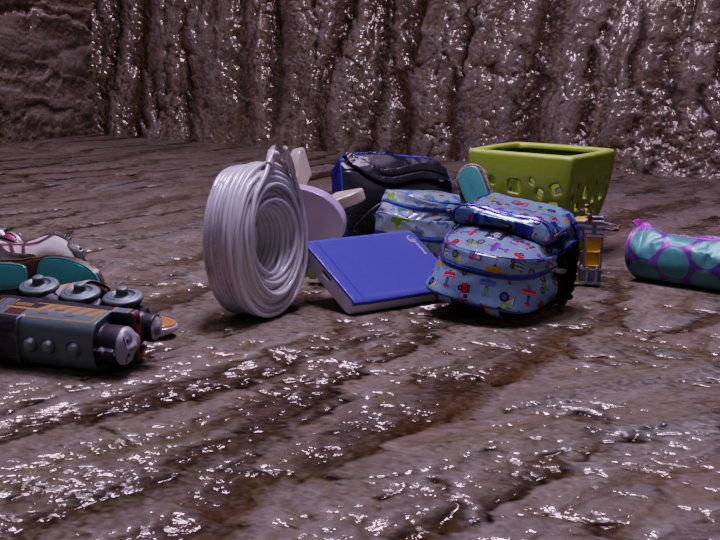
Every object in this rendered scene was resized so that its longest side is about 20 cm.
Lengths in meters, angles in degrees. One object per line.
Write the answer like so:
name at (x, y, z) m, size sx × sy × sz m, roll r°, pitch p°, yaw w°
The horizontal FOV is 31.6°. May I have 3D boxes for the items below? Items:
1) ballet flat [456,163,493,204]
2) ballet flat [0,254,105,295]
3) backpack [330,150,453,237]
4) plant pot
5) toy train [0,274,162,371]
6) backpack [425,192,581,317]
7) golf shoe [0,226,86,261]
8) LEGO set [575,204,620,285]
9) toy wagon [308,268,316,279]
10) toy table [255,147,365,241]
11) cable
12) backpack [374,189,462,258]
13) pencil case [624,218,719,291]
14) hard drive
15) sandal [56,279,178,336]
ballet flat at (0.198, -0.068, 1.952) m, size 0.068 × 0.201 × 0.075 m, roll -21°, pitch -22°, yaw 20°
ballet flat at (-0.426, 0.016, 1.695) m, size 0.199 × 0.068 × 0.072 m, roll -1°, pitch -9°, yaw 9°
backpack at (0.054, -0.119, 2.192) m, size 0.199 × 0.163 × 0.168 m, roll -3°, pitch -10°, yaw -12°
plant pot at (0.308, -0.121, 2.188) m, size 0.198 × 0.182 × 0.200 m, roll 9°, pitch 12°, yaw 31°
toy train at (-0.320, 0.064, 1.389) m, size 0.199 × 0.086 × 0.114 m, roll 7°, pitch 24°, yaw 16°
backpack at (0.186, -0.016, 1.708) m, size 0.182 × 0.135 × 0.200 m, roll 17°, pitch 20°, yaw 27°
golf shoe at (-0.473, -0.007, 1.804) m, size 0.199 × 0.078 × 0.088 m, roll 5°, pitch 31°, yaw 30°
LEGO set at (0.316, -0.050, 1.978) m, size 0.153 × 0.117 × 0.200 m, roll 5°, pitch 11°, yaw 17°
toy wagon at (0.000, 0.000, 1.879) m, size 0.154 × 0.040 × 0.200 m, roll 1°, pitch 11°, yaw 0°
toy table at (-0.098, -0.091, 2.021) m, size 0.199 × 0.185 × 0.117 m, roll 4°, pitch 24°, yaw 22°
cable at (-0.135, -0.040, 1.643) m, size 0.069 × 0.201 × 0.200 m, roll 2°, pitch 36°, yaw 26°
backpack at (0.116, -0.067, 2.036) m, size 0.199 × 0.155 × 0.163 m, roll -14°, pitch 21°, yaw -21°
pencil case at (0.503, -0.022, 1.933) m, size 0.199 × 0.093 × 0.085 m, roll 8°, pitch 16°, yaw 37°
hard drive at (0.028, -0.001, 1.764) m, size 0.199 × 0.025 × 0.132 m, roll -7°, pitch 44°, yaw -41°
sandal at (-0.316, 0.041, 1.547) m, size 0.206 × 0.060 × 0.079 m, roll 4°, pitch 11°, yaw 15°
